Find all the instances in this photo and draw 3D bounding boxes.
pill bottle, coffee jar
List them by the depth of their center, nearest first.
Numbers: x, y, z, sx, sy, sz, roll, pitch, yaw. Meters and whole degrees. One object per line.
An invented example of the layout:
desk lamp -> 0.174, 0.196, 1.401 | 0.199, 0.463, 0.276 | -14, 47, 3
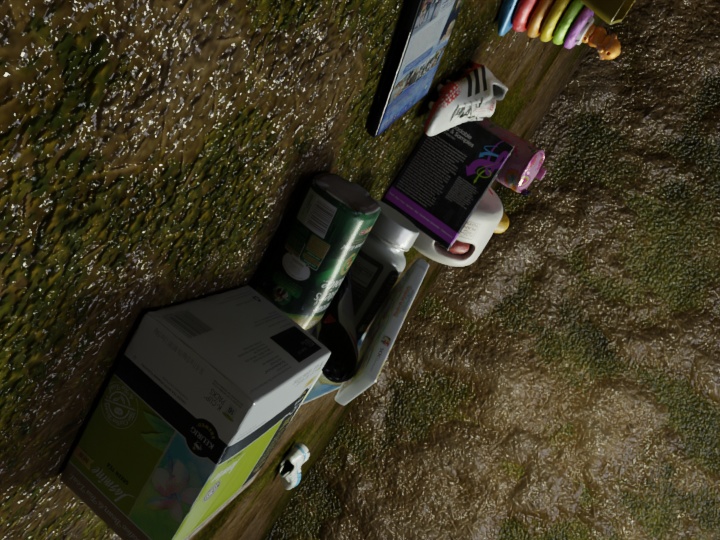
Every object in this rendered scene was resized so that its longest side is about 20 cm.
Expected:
coffee jar -> -0.059, -0.009, 0.734 | 0.203, 0.084, 0.104 | -60, 170, 22
pill bottle -> 0.000, 0.000, 0.943 | 0.203, 0.113, 0.114 | -58, 169, 14

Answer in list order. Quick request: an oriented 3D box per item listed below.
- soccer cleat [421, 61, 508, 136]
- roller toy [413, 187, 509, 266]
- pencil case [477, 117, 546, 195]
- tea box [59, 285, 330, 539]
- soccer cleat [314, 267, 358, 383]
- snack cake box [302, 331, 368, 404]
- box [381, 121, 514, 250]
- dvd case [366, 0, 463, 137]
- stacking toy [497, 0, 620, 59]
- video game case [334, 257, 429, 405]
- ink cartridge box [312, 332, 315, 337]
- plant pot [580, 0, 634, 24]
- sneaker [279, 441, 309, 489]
soccer cleat -> 0.168, -0.264, 0.976 | 0.200, 0.084, 0.069 | -47, 167, -39
roller toy -> 0.171, -0.113, 1.161 | 0.181, 0.199, 0.142 | -29, 152, -53
pencil case -> 0.235, -0.219, 1.103 | 0.087, 0.199, 0.089 | -36, 148, -28
tea box -> -0.156, 0.143, 0.629 | 0.200, 0.132, 0.200 | -59, 168, 13
soccer cleat -> -0.039, 0.050, 0.856 | 0.073, 0.066, 0.206 | -41, 124, -89
snack cake box -> -0.065, 0.176, 1.057 | 0.196, 0.069, 0.115 | -26, 174, 9
box -> 0.147, -0.159, 1.041 | 0.202, 0.142, 0.036 | -56, 170, 7
dvd case -> 0.073, -0.268, 0.732 | 0.143, 0.017, 0.202 | -47, 166, -38
stacking toy -> 0.331, -0.401, 0.986 | 0.110, 0.198, 0.117 | -46, 166, -34
video game case -> 0.027, 0.095, 0.892 | 0.185, 0.023, 0.200 | -63, -177, -24
ink cartridge box -> -0.135, 0.180, 0.917 | 0.202, 0.083, 0.145 | -56, 168, 5
plant pot -> 0.343, -0.486, 0.854 | 0.200, 0.175, 0.202 | -38, 161, -56
sneaker -> -0.225, 0.617, 1.904 | 0.086, 0.074, 0.204 | -30, 146, -48
